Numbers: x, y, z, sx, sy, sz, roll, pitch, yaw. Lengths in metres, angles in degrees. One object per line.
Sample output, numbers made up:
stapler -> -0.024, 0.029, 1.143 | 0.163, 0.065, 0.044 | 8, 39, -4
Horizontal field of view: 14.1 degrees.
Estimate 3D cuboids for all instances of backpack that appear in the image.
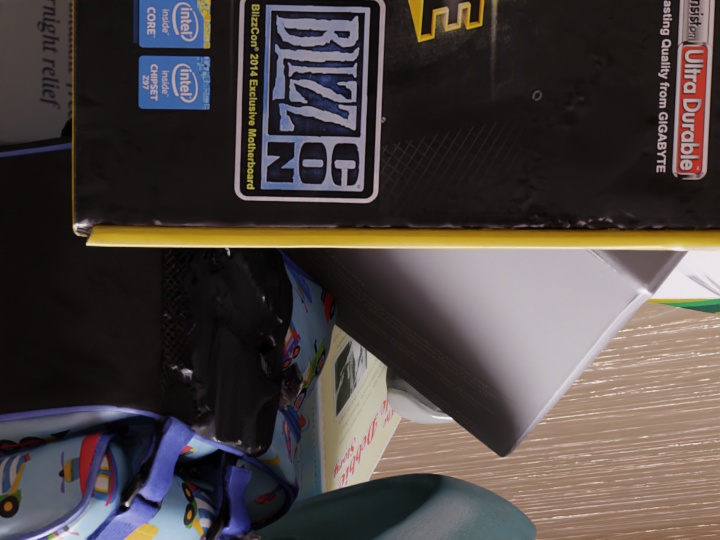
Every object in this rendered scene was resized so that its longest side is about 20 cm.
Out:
backpack -> -0.099, 0.041, 0.854 | 0.182, 0.135, 0.200 | -7, 162, 16

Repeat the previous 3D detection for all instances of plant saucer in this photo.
plant saucer -> -0.043, 0.105, 0.891 | 0.200, 0.027, 0.200 | -21, -175, 2

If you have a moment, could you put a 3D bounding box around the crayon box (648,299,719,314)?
crayon box -> 0.159, -0.032, 1.322 | 0.200, 0.058, 0.173 | 10, 163, -39

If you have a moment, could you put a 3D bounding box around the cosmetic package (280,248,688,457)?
cosmetic package -> 0.044, -0.026, 0.845 | 0.107, 0.090, 0.200 | 40, 159, 2

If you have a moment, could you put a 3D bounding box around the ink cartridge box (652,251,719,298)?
ink cartridge box -> 0.102, -0.067, 0.905 | 0.147, 0.083, 0.200 | 45, 161, -19

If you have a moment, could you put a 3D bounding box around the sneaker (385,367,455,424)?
sneaker -> 0.072, -0.024, 1.048 | 0.075, 0.200, 0.079 | 2, 130, 55

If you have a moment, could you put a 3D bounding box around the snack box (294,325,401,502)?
snack box -> 0.000, 0.000, 1.045 | 0.037, 0.116, 0.200 | 8, -148, 15

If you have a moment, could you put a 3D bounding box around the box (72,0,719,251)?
box -> 0.013, -0.106, 0.672 | 0.160, 0.200, 0.049 | 1, -169, -3

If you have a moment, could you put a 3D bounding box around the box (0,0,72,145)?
box -> -0.120, -0.082, 0.922 | 0.200, 0.105, 0.184 | 1, 178, -6
